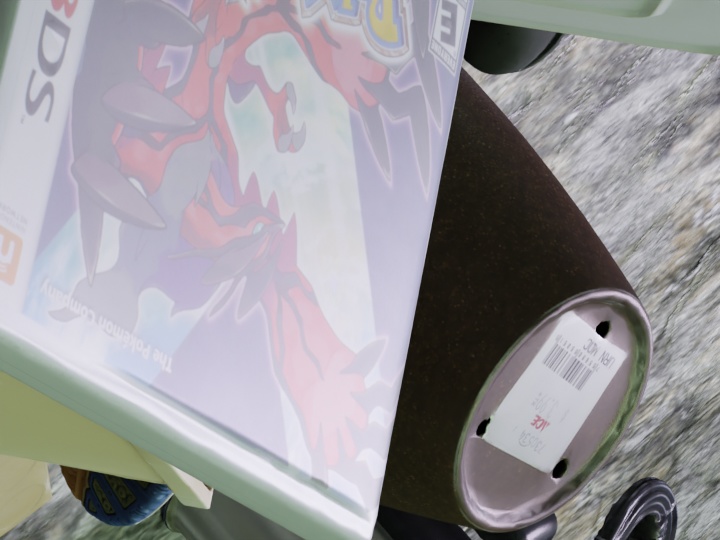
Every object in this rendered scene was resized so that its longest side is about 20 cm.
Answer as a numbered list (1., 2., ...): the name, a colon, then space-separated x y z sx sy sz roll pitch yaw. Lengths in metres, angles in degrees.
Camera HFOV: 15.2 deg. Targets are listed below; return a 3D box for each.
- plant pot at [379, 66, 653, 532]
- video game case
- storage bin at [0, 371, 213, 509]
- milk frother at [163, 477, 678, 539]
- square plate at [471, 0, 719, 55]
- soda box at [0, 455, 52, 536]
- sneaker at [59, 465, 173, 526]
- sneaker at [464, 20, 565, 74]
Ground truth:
1. plant pot: 0.000 0.000 0.944 0.187 0.200 0.188 -28 135 -32
2. video game case: -0.034 -0.043 0.683 0.200 0.023 0.183 37 60 -55
3. storage bin: -0.087 -0.058 0.762 0.200 0.093 0.199 61 39 -69
4. milk frother: 0.041 0.134 1.383 0.181 0.188 0.200 -50 159 20
5. square plate: 0.068 -0.101 0.855 0.198 0.199 0.029 99 0 -86
6. soda box: -0.163 0.042 0.992 0.068 0.064 0.200 -36 158 -19
7. sneaker: -0.063 0.031 1.144 0.088 0.075 0.200 -22 152 -46
8. sneaker: 0.042 -0.146 1.002 0.088 0.074 0.200 -31 147 -31
